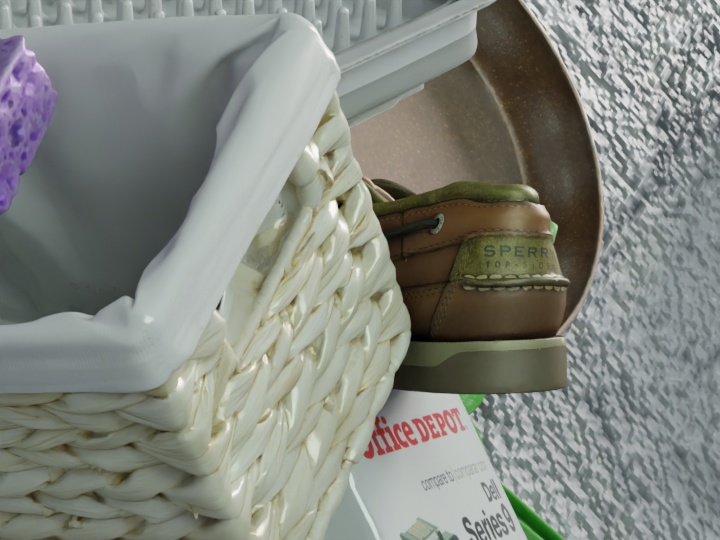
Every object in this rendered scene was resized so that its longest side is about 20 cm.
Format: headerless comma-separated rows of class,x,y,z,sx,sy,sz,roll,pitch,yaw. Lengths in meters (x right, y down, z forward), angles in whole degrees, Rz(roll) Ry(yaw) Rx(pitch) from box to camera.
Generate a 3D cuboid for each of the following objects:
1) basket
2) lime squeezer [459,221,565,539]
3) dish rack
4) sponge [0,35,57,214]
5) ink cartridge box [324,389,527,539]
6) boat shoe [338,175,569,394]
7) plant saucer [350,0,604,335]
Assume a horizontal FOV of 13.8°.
basket,-0.098,0.015,0.879,0.136,0.199,0.124,-64,142,-39
lime squeezer,0.045,0.055,1.067,0.038,0.070,0.201,-52,147,-34
dish rack,-0.069,-0.081,1.004,0.171,0.199,0.044,-27,126,-46
sponge,-0.192,-0.018,0.838,0.030,0.199,0.112,65,35,-40
ink cartridge box,0.016,0.139,0.969,0.201,0.084,0.146,64,18,6
boat shoe,0.000,0.000,0.980,0.072,0.199,0.069,-3,94,-39
plant saucer,0.009,-0.050,1.136,0.199,0.034,0.201,19,57,-32
